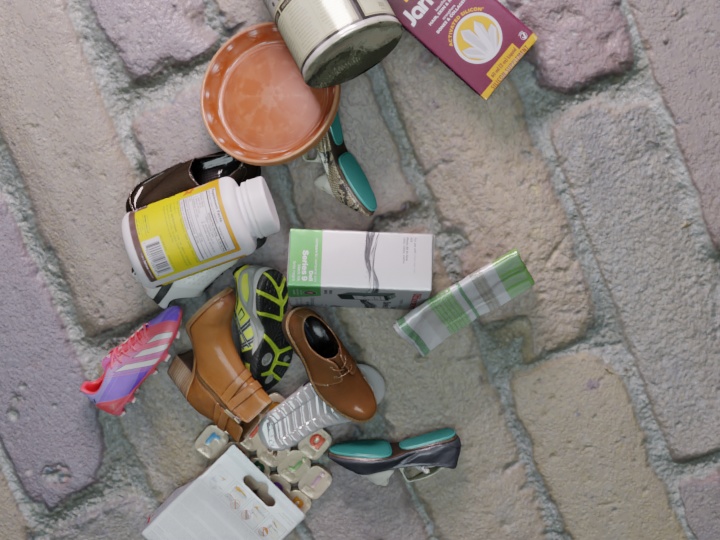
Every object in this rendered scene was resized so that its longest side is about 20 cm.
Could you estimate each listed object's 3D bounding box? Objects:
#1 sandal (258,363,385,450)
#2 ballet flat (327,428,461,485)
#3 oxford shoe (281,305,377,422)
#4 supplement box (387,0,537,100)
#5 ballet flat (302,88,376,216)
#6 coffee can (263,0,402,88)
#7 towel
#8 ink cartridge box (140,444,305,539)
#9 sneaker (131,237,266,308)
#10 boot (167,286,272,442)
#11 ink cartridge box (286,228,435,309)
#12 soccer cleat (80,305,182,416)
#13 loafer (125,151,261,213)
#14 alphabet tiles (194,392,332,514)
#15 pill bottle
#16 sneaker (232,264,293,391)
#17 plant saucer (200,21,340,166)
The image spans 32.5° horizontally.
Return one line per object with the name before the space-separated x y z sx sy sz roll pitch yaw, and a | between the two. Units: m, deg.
sandal | -0.061 0.193 1.801 0.201 0.050 0.083 -23 94 -13
ballet flat | 0.052 0.281 1.814 0.197 0.073 0.074 -8 102 -1
oxford shoe | -0.037 0.139 1.744 0.071 0.071 0.201 -43 107 -18
supplement box | 0.129 -0.340 1.672 0.199 0.086 0.111 40 99 -8
ballet flat | -0.045 -0.162 1.727 0.075 0.068 0.202 -21 96 26
coffee can | -0.053 -0.362 1.601 0.145 0.146 0.202 -29 77 6
towel | 0.149 0.048 1.729 0.199 0.149 0.031 -31 70 6
ink cartridge box | -0.205 0.373 1.844 0.200 0.050 0.162 -44 99 5
sneaker | -0.222 -0.013 1.757 0.198 0.074 0.081 -21 122 5
boot | -0.181 0.133 1.738 0.155 0.073 0.201 42 129 17
ink cartridge box | 0.000 0.000 1.705 0.197 0.146 0.085 2 78 0
soccer cleat | -0.325 0.123 1.769 0.076 0.067 0.201 31 112 -17
loafer | -0.238 -0.126 1.714 0.198 0.071 0.074 -24 73 -1
alphabet tiles | -0.144 0.284 1.839 0.199 0.015 0.196 38 102 -8
pill bottle | -0.212 -0.057 1.659 0.198 0.109 0.111 -19 102 3
sneaker | -0.145 0.081 1.776 0.076 0.075 0.203 24 121 39
plant saucer | -0.122 -0.239 1.683 0.197 0.032 0.203 -3 76 13
